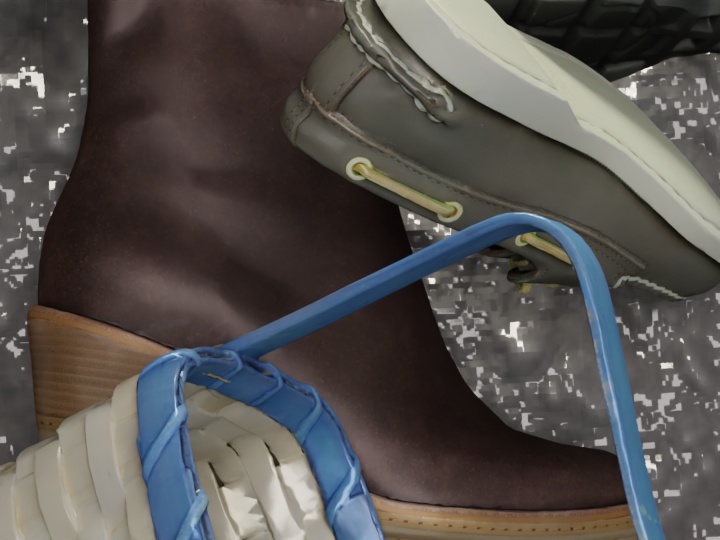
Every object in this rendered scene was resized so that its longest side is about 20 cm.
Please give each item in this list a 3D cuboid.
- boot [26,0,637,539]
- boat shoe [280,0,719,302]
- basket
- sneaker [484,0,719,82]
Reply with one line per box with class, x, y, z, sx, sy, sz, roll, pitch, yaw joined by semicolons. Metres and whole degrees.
boot;0.000;0.000;0.908;0.199;0.072;0.167;8;83;-6
boat shoe;0.051;-0.030;0.878;0.060;0.201;0.072;-44;53;14
basket;-0.009;0.093;0.793;0.199;0.139;0.177;-19;75;23
sneaker;0.096;-0.105;0.933;0.199;0.075;0.080;-4;73;-18
